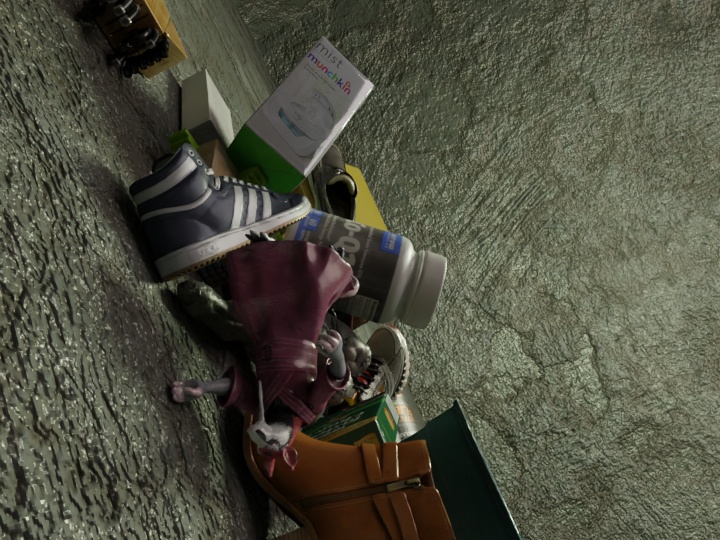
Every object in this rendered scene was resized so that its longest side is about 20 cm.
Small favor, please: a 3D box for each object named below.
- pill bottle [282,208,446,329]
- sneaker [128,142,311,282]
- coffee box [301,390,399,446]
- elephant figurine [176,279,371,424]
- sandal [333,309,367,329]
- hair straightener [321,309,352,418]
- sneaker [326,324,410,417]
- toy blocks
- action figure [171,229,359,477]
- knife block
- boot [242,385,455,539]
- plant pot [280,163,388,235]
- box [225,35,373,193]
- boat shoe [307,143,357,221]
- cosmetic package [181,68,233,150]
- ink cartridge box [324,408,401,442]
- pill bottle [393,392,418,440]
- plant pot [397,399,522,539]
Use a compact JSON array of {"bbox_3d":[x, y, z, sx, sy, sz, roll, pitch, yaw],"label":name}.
[{"bbox_3d":[0.000,0.000,0.755,0.114,0.198,0.115,-164,-90,-89],"label":"pill bottle"},{"bbox_3d":[-0.133,-0.074,0.596,0.199,0.070,0.109,-32,99,-49],"label":"sneaker"},{"bbox_3d":[-0.019,0.190,0.677,0.200,0.122,0.044,17,48,-83],"label":"coffee box"},{"bbox_3d":[-0.090,0.054,0.649,0.200,0.142,0.155,48,-22,-11],"label":"elephant figurine"},{"bbox_3d":[-0.016,0.080,0.981,0.057,0.203,0.080,25,12,10],"label":"sandal"},{"bbox_3d":[-0.052,0.130,0.831,0.041,0.077,0.202,31,-52,32],"label":"hair straightener"},{"bbox_3d":[0.007,0.168,0.832,0.077,0.202,0.082,15,-18,30],"label":"sneaker"},{"bbox_3d":[-0.153,-0.044,0.687,0.138,0.099,0.201,-95,162,-45],"label":"toy blocks"},{"bbox_3d":[-0.071,0.073,0.524,0.149,0.132,0.203,66,24,-70],"label":"action figure"},{"bbox_3d":[-0.284,-0.320,0.719,0.176,0.063,0.202,51,15,-78],"label":"knife block"},{"bbox_3d":[-0.017,0.169,0.525,0.077,0.154,0.201,73,-3,-45],"label":"boot"},{"bbox_3d":[-0.088,-0.068,0.991,0.199,0.194,0.196,16,46,-63],"label":"plant pot"},{"bbox_3d":[-0.097,-0.174,0.793,0.096,0.177,0.200,39,-27,-14],"label":"box"},{"bbox_3d":[-0.034,-0.116,0.881,0.073,0.065,0.202,16,52,-33],"label":"boat shoe"},{"bbox_3d":[-0.235,-0.229,0.923,0.201,0.050,0.083,-110,176,-50],"label":"cosmetic package"},{"bbox_3d":[0.008,0.252,0.932,0.147,0.082,0.201,59,8,-56],"label":"ink cartridge box"},{"bbox_3d":[0.051,0.292,1.097,0.106,0.105,0.201,58,7,-58],"label":"pill bottle"},{"bbox_3d":[0.075,0.293,0.739,0.200,0.194,0.202,-25,90,-85],"label":"plant pot"}]
